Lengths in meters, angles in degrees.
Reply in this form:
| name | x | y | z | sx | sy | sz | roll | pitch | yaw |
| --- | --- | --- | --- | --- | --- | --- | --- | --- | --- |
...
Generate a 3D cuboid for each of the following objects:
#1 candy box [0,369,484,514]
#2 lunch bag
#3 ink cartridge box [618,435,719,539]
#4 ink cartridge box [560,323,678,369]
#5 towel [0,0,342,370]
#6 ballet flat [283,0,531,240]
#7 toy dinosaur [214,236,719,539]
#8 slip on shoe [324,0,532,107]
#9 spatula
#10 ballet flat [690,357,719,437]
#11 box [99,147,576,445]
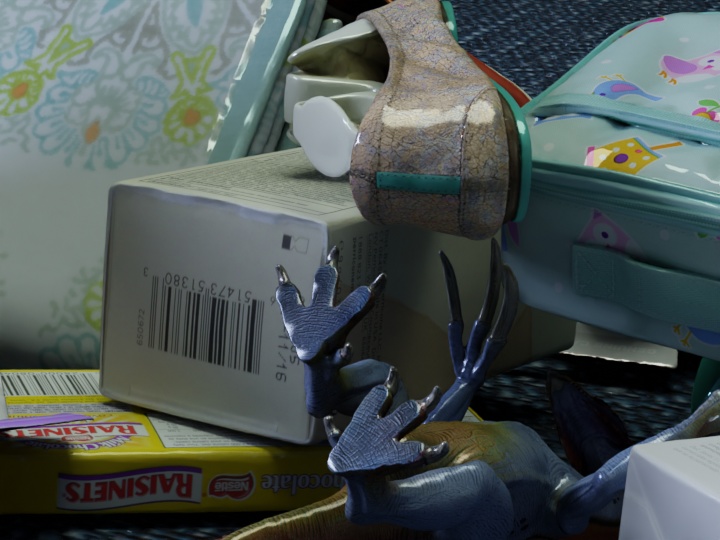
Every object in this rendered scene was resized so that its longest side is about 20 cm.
| name | x | y | z | sx | sy | sz | roll | pitch | yaw |
| --- | --- | --- | --- | --- | --- | --- | --- | --- | --- |
| candy box | -0.054 | 0.058 | 0.900 | 0.199 | 0.027 | 0.102 | 1 | 16 | -16 |
| lunch bag | 0.153 | -0.024 | 0.870 | 0.199 | 0.077 | 0.160 | 13 | 30 | 31 |
| ink cartridge box | 0.189 | 0.091 | 0.774 | 0.199 | 0.068 | 0.117 | -4 | 17 | -28 |
| ink cartridge box | 0.066 | 0.003 | 1.151 | 0.160 | 0.050 | 0.200 | 7 | 29 | 6 |
| towel | -0.112 | -0.046 | 1.025 | 0.170 | 0.201 | 0.048 | 8 | -28 | 24 |
| ballet flat | 0.009 | -0.057 | 0.873 | 0.067 | 0.068 | 0.200 | -3 | 12 | -6 |
| toy dinosaur | 0.029 | 0.062 | 0.817 | 0.105 | 0.200 | 0.182 | 48 | -1 | 37 |
| slip on shoe | 0.005 | -0.089 | 1.128 | 0.200 | 0.074 | 0.061 | 28 | -21 | -26 |
| spatula | -0.129 | 0.034 | 0.878 | 0.056 | 0.021 | 0.200 | -5 | 14 | -12 |
| ballet flat | 0.156 | 0.051 | 0.943 | 0.073 | 0.073 | 0.200 | 7 | 8 | 9 |
| box | 0.000 | 0.000 | 0.941 | 0.095 | 0.078 | 0.200 | 11 | 13 | 31 |
